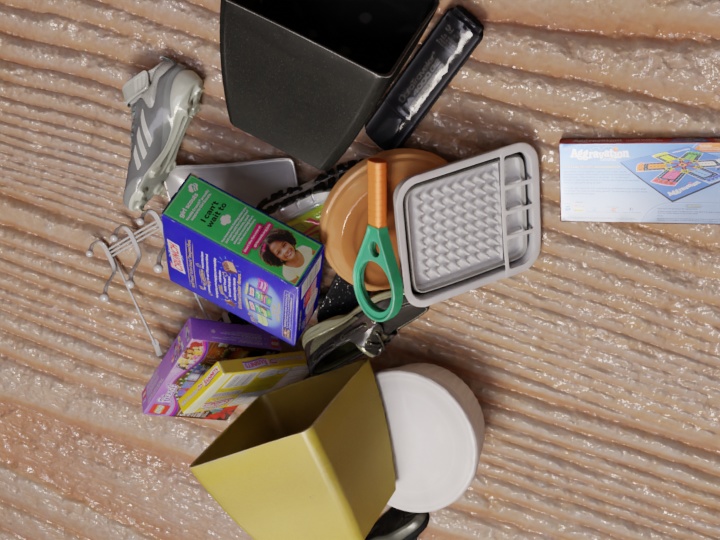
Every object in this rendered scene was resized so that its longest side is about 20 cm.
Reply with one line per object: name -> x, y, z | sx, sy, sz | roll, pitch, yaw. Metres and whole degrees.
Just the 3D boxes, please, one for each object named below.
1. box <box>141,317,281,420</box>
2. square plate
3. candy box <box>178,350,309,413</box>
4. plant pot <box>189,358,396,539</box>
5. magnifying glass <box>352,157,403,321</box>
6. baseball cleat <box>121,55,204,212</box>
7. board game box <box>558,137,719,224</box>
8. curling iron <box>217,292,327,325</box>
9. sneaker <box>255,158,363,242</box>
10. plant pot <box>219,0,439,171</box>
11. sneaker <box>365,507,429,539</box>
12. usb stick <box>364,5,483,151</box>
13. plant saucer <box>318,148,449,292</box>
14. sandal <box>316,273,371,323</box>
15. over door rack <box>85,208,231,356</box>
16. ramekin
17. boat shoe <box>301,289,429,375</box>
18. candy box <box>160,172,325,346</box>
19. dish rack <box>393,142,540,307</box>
box -> -0.216, 0.146, 1.456 | 0.135, 0.039, 0.200 | 10, 138, -29
square plate -> -0.160, -0.057, 1.393 | 0.195, 0.029, 0.202 | -2, 116, 19
candy box -> -0.149, 0.152, 1.413 | 0.102, 0.199, 0.027 | -41, 67, 32
plant pot -> -0.066, 0.260, 1.328 | 0.198, 0.200, 0.178 | -21, 101, 29
magnifying glass -> 0.020, -0.034, 1.213 | 0.079, 0.022, 0.203 | 25, 122, 46
baseball cleat -> -0.279, -0.182, 1.336 | 0.106, 0.070, 0.201 | 32, 101, 11
board game box -> 0.336, -0.106, 1.207 | 0.197, 0.019, 0.104 | 2, 119, 17
curling iron -> -0.115, 0.060, 1.437 | 0.198, 0.050, 0.026 | -16, 154, 21
sneaker -> -0.034, -0.076, 1.307 | 0.198, 0.078, 0.091 | -18, 116, 15
plant pot -> -0.052, -0.240, 1.172 | 0.198, 0.200, 0.178 | 27, 133, 2
sneaker -> 0.066, 0.428, 1.552 | 0.114, 0.076, 0.200 | 36, 125, -5
usb stick -> 0.074, -0.226, 1.223 | 0.055, 0.033, 0.200 | 40, 122, 3
plant saucer -> 0.048, -0.053, 1.267 | 0.197, 0.038, 0.202 | -7, 125, -11
sandal -> 0.000, 0.000, 1.359 | 0.075, 0.045, 0.201 | 29, 121, -4
over door rack -> -0.294, 0.028, 1.441 | 0.147, 0.067, 0.201 | -22, 105, 40
ramekin -> 0.079, 0.220, 1.399 | 0.200, 0.094, 0.205 | 6, 105, 24
boat shoe -> 0.010, 0.083, 1.331 | 0.199, 0.067, 0.072 | -24, 148, 26
candy box -> -0.151, -0.010, 1.303 | 0.198, 0.077, 0.170 | 27, 152, 8
dish rack -> 0.126, -0.060, 1.234 | 0.198, 0.043, 0.174 | -19, 120, -21
